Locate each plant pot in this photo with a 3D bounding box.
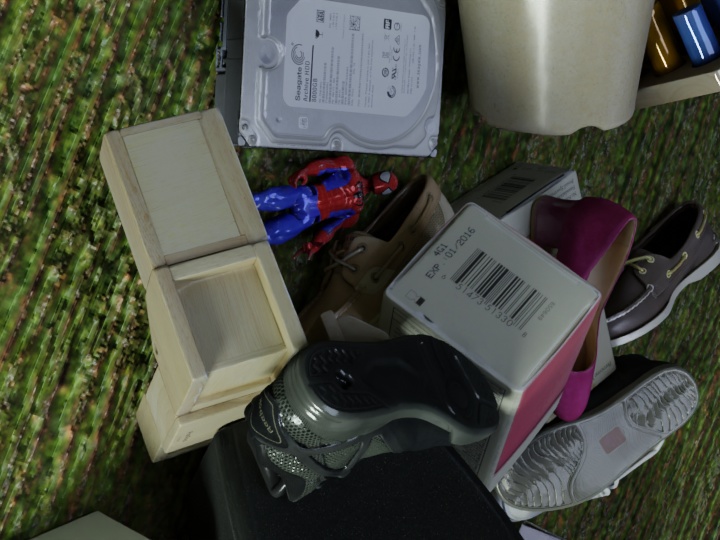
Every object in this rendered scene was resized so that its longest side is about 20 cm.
[{"bbox_3d":[0.152,-0.211,1.181,0.200,0.200,0.184,-18,118,-37],"label":"plant pot"},{"bbox_3d":[-0.021,0.193,1.068,0.199,0.200,0.178,-15,69,-23],"label":"plant pot"}]

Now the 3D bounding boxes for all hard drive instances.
[{"bbox_3d":[-0.018,-0.158,1.132,0.199,0.038,0.140,1,95,-41],"label":"hard drive"}]

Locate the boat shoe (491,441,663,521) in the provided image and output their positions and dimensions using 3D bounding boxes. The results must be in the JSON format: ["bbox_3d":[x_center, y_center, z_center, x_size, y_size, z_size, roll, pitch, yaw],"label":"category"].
[{"bbox_3d":[0.206,0.180,1.388,0.200,0.070,0.071,-19,112,-37],"label":"boat shoe"}]

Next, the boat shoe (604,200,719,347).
[{"bbox_3d":[0.270,0.004,1.407,0.200,0.072,0.060,-36,115,-34],"label":"boat shoe"}]

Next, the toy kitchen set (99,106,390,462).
[{"bbox_3d":[-0.083,0.008,1.045,0.163,0.200,0.181,-16,73,-21],"label":"toy kitchen set"}]

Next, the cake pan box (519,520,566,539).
[{"bbox_3d":[0.167,0.342,1.380,0.200,0.052,0.185,40,71,-52],"label":"cake pan box"}]

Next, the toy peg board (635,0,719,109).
[{"bbox_3d":[0.277,-0.225,1.289,0.200,0.199,0.098,-37,106,-30],"label":"toy peg board"}]

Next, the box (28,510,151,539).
[{"bbox_3d":[-0.176,0.289,1.041,0.097,0.124,0.201,-20,113,-37],"label":"box"}]

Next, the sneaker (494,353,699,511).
[{"bbox_3d":[0.200,0.145,1.345,0.199,0.106,0.075,-28,101,-7],"label":"sneaker"}]

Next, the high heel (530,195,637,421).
[{"bbox_3d":[0.189,0.037,1.227,0.067,0.096,0.201,-12,107,-38],"label":"high heel"}]

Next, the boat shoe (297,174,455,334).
[{"bbox_3d":[0.000,0.000,1.174,0.200,0.071,0.065,-44,116,-33],"label":"boat shoe"}]

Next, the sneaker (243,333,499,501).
[{"bbox_3d":[0.001,0.097,0.993,0.199,0.114,0.076,2,59,-47],"label":"sneaker"}]

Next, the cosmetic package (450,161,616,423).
[{"bbox_3d":[0.149,0.018,1.301,0.105,0.071,0.201,-34,120,-32],"label":"cosmetic package"}]

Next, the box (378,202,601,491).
[{"bbox_3d":[0.091,0.064,1.163,0.109,0.128,0.200,-47,163,-24],"label":"box"}]

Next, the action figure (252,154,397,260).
[{"bbox_3d":[-0.049,-0.045,1.132,0.200,0.052,0.066,-21,108,-39],"label":"action figure"}]
